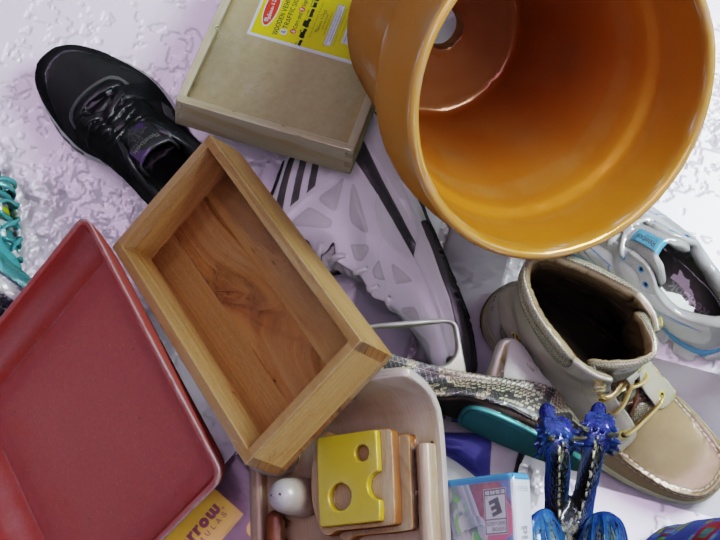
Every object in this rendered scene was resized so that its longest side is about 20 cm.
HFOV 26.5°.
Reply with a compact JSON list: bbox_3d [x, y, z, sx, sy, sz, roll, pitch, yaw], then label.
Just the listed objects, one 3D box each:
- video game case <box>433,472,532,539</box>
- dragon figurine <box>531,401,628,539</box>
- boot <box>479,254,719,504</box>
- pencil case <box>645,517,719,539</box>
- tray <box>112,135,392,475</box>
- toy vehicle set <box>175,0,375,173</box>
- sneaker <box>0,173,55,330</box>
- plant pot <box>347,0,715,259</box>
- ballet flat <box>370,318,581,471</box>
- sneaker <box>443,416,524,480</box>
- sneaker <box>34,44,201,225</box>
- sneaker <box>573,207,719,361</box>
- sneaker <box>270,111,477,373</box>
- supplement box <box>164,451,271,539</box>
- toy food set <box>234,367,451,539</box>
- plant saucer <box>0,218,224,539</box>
[{"bbox_3d":[0.044,0.222,0.871,0.018,0.143,0.201,10,73,-42],"label":"video game case"},{"bbox_3d":[0.120,0.171,0.873,0.059,0.100,0.200,4,51,2],"label":"dragon figurine"},{"bbox_3d":[0.167,0.071,0.969,0.200,0.155,0.072,42,78,5],"label":"boot"},{"bbox_3d":[0.238,0.188,0.924,0.087,0.200,0.078,39,71,-3],"label":"pencil case"},{"bbox_3d":[-0.070,0.017,0.920,0.099,0.037,0.200,-47,50,12],"label":"tray"},{"bbox_3d":[-0.035,-0.168,1.058,0.124,0.027,0.200,17,59,5],"label":"toy vehicle set"},{"bbox_3d":[-0.264,-0.035,1.043,0.080,0.078,0.200,-41,82,-20],"label":"sneaker"},{"bbox_3d":[0.082,-0.132,0.936,0.200,0.183,0.201,-10,115,-21],"label":"plant pot"},{"bbox_3d":[0.059,0.068,0.951,0.199,0.068,0.075,13,72,-3],"label":"ballet flat"},{"bbox_3d":[0.042,0.121,1.006,0.115,0.081,0.200,-19,57,-31],"label":"sneaker"},{"bbox_3d":[-0.147,-0.092,1.043,0.200,0.088,0.076,43,82,9],"label":"sneaker"},{"bbox_3d":[0.182,-0.023,1.027,0.200,0.087,0.075,38,82,9],"label":"sneaker"},{"bbox_3d":[0.000,0.000,1.037,0.115,0.076,0.201,-23,68,3],"label":"sneaker"},{"bbox_3d":[-0.037,0.222,0.975,0.200,0.086,0.110,39,81,9],"label":"supplement box"},{"bbox_3d":[-0.023,0.162,0.877,0.143,0.060,0.201,-12,73,33],"label":"toy food set"},{"bbox_3d":[-0.175,0.104,0.968,0.200,0.037,0.200,-47,61,29],"label":"plant saucer"}]
